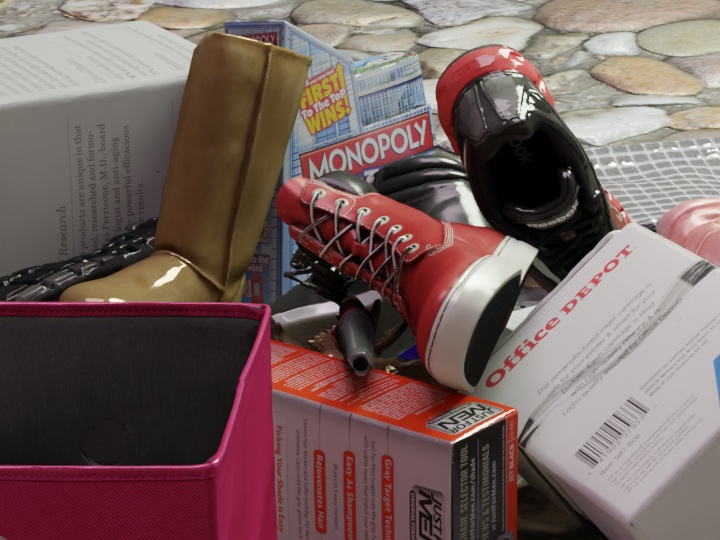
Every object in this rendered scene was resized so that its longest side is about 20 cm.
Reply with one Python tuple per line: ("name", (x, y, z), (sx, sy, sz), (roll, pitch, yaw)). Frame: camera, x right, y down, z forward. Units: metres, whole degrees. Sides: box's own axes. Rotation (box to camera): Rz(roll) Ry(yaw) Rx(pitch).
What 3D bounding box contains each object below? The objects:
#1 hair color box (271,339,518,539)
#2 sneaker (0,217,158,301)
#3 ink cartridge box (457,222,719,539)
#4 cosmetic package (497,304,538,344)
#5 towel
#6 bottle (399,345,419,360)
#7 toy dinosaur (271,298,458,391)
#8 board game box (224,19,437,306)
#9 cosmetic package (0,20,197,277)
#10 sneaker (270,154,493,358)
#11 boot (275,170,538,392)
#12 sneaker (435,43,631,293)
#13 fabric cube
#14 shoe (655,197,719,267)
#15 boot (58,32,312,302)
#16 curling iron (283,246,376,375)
("hair color box", (-0.013, 0.105, 1.505), (0.200, 0.102, 0.061), (15, 24, 38))
("sneaker", (-0.158, 0.023, 1.771), (0.075, 0.080, 0.200), (-2, 15, 46))
("ink cartridge box", (0.162, 0.074, 1.513), (0.145, 0.084, 0.200), (-43, 30, -6))
("cosmetic package", (0.192, 0.061, 1.696), (0.150, 0.052, 0.200), (-12, 21, -34))
("towel", (0.229, -0.029, 1.895), (0.199, 0.086, 0.166), (-5, 20, -11))
("bottle", (0.066, -0.008, 1.851), (0.065, 0.084, 0.200), (-4, 16, 23))
("toy dinosaur", (0.016, 0.075, 1.627), (0.200, 0.086, 0.135), (22, 17, 34))
("board game box", (-0.018, -0.076, 1.866), (0.062, 0.201, 0.200), (4, 18, 44))
("cosmetic package", (-0.197, -0.062, 1.898), (0.199, 0.167, 0.167), (-10, 21, -25))
("sneaker", (0.000, 0.000, 1.731), (0.200, 0.071, 0.099), (-26, 46, 22))
("boot", (0.013, -0.002, 1.519), (0.144, 0.073, 0.200), (24, 12, 3))
("sneaker", (0.111, -0.033, 1.639), (0.071, 0.201, 0.098), (-29, 31, 7))
("fabric cube", (-0.142, 0.139, 1.270), (0.196, 0.200, 0.200), (1, 19, 5))
("shoe", (0.264, 0.002, 1.637), (0.200, 0.072, 0.091), (10, 13, -35))
("boot", (-0.109, -0.048, 1.717), (0.066, 0.201, 0.175), (15, 2, 26))
("curling iron", (-0.012, 0.028, 1.545), (0.049, 0.026, 0.200), (30, 10, -13))
